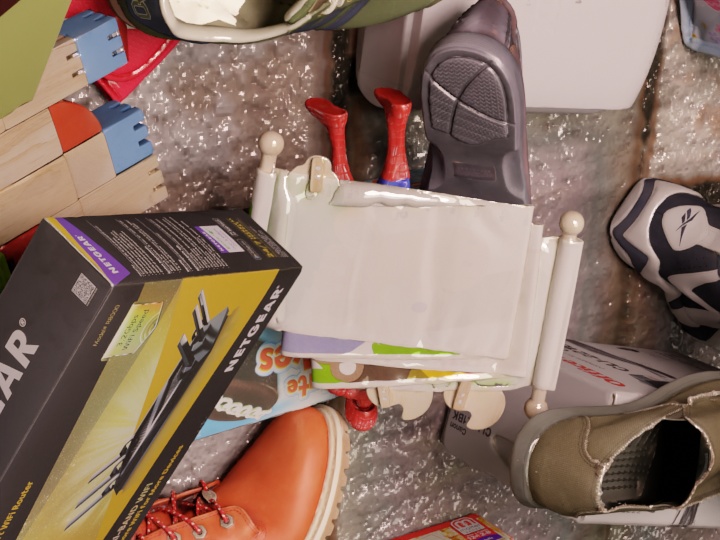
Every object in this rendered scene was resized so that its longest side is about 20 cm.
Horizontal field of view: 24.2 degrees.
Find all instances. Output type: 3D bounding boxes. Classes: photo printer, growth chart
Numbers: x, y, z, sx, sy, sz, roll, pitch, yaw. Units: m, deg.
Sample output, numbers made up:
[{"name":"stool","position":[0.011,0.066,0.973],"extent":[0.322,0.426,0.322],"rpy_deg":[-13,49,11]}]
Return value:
[{"name":"photo printer","position":[0.099,-0.173,0.971],"extent":[0.199,0.069,0.168],"rpy_deg":[-1,107,-34]},{"name":"growth chart","position":[0.025,0.013,0.901],"extent":[0.198,0.018,0.146],"rpy_deg":[12,113,-13]}]

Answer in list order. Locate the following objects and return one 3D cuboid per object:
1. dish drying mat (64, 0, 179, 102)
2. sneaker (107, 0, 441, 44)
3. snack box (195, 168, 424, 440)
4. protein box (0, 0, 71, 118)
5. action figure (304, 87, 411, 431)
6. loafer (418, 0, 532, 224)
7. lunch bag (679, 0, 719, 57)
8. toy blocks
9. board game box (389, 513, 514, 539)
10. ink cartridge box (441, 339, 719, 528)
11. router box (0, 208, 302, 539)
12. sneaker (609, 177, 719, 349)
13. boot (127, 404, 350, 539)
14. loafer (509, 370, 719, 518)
[{"name":"dish drying mat","position":[-0.083,-0.183,0.876],"extent":[0.200,0.018,0.077],"rpy_deg":[-49,125,-10]},{"name":"sneaker","position":[-0.023,-0.145,0.833],"extent":[0.198,0.090,0.068],"rpy_deg":[-10,107,-13]},{"name":"snack box","position":[-0.030,0.017,0.969],"extent":[0.199,0.037,0.117],"rpy_deg":[-15,114,-30]},{"name":"protein box","position":[-0.222,-0.145,0.636],"extent":[0.134,0.198,0.201],"rpy_deg":[-32,90,-21]},{"name":"action figure","position":[0.000,0.000,0.930],"extent":[0.065,0.052,0.202],"rpy_deg":[-12,116,-25]},{"name":"loafer","position":[0.067,-0.060,0.926],"extent":[0.201,0.071,0.063],"rpy_deg":[90,19,-46]},{"name":"lunch bag","position":[0.312,-0.193,1.029],"extent":[0.169,0.200,0.128],"rpy_deg":[-34,122,-21]},{"name":"toy blocks","position":[-0.160,-0.038,0.836],"extent":[0.136,0.100,0.201],"rpy_deg":[-34,126,-32]},{"name":"board game box","position":[0.005,0.255,1.069],"extent":[0.199,0.046,0.153],"rpy_deg":[-11,112,-31]},{"name":"ink cartridge box","position":[0.174,0.102,1.070],"extent":[0.199,0.144,0.085],"rpy_deg":[7,100,-36]},{"name":"router box","position":[-0.134,0.064,0.828],"extent":[0.157,0.052,0.201],"rpy_deg":[-7,134,-59]},{"name":"sneaker","position":[0.267,0.015,1.113],"extent":[0.080,0.129,0.199],"rpy_deg":[-52,127,-7]},{"name":"boot","position":[-0.088,0.150,0.956],"extent":[0.107,0.075,0.201],"rpy_deg":[38,85,-32]},{"name":"loafer","position":[0.177,0.107,0.939],"extent":[0.199,0.069,0.076],"rpy_deg":[-10,108,-32]}]
